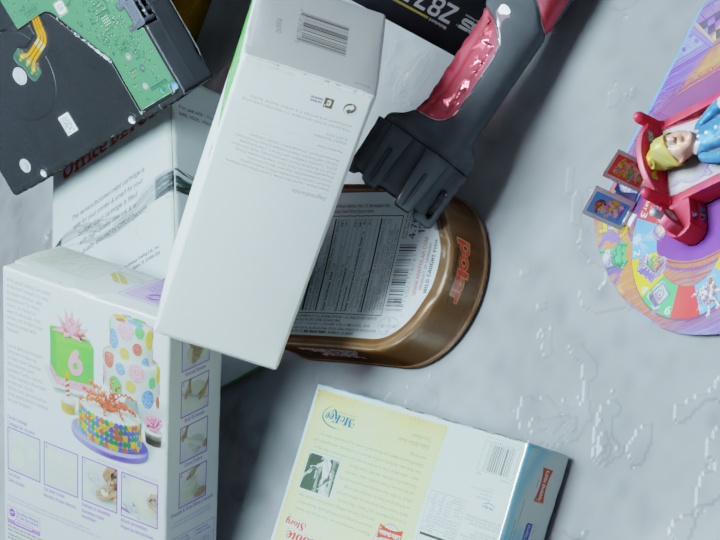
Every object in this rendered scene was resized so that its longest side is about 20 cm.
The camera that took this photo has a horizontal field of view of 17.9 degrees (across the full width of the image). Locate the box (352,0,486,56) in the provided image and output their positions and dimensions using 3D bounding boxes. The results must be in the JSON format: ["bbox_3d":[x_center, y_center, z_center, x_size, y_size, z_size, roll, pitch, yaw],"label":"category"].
[{"bbox_3d":[-0.008,-0.215,1.434,0.049,0.161,0.200,-53,42,13],"label":"box"}]

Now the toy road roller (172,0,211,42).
[{"bbox_3d":[-0.170,-0.225,1.596,0.201,0.122,0.146,-67,-6,31],"label":"toy road roller"}]

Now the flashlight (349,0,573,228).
[{"bbox_3d":[0.066,-0.129,1.356,0.200,0.068,0.068,-54,42,1],"label":"flashlight"}]

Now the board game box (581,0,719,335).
[{"bbox_3d":[0.190,-0.066,1.229,0.158,0.039,0.201,38,104,51],"label":"board game box"}]

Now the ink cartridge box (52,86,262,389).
[{"bbox_3d":[-0.140,-0.011,1.567,0.146,0.083,0.201,-29,54,41],"label":"ink cartridge box"}]

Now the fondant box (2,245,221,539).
[{"bbox_3d":[-0.161,0.100,1.470,0.144,0.058,0.201,17,115,33],"label":"fondant box"}]

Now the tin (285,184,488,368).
[{"bbox_3d":[0.000,0.000,1.433,0.199,0.042,0.113,1,71,50],"label":"tin"}]

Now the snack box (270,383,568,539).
[{"bbox_3d":[0.028,0.141,1.335,0.199,0.037,0.117,12,83,52],"label":"snack box"}]

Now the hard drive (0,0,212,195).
[{"bbox_3d":[-0.202,-0.148,1.543,0.199,0.038,0.140,-26,97,44],"label":"hard drive"}]

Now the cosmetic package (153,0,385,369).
[{"bbox_3d":[-0.053,-0.056,1.355,0.108,0.084,0.201,-85,14,-58],"label":"cosmetic package"}]
